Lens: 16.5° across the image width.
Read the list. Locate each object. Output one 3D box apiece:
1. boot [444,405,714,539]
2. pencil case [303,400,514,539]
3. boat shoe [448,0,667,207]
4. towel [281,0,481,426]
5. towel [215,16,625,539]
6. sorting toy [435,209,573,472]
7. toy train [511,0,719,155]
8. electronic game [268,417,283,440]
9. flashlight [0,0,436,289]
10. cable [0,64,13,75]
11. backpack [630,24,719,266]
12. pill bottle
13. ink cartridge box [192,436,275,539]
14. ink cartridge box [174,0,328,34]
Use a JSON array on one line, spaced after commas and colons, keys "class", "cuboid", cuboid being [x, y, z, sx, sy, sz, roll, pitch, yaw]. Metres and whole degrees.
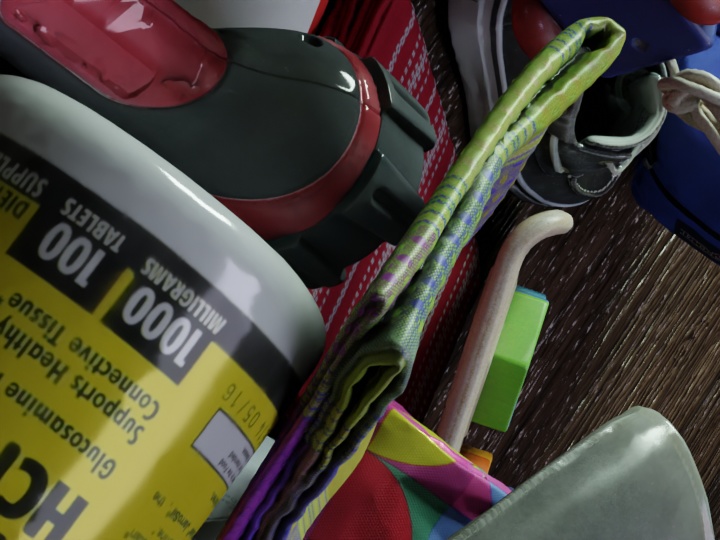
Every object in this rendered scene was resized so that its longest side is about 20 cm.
[{"class": "boot", "cuboid": [0.033, 0.156, 0.800, 0.200, 0.073, 0.182, -27, 128, -43]}, {"class": "pencil case", "cuboid": [-0.024, 0.134, 0.834, 0.200, 0.088, 0.088, -56, 156, -10]}, {"class": "boat shoe", "cuboid": [0.086, -0.067, 0.988, 0.072, 0.071, 0.200, -59, 157, -8]}, {"class": "towel", "cuboid": [0.000, 0.000, 0.902, 0.200, 0.022, 0.145, 71, 38, -55]}, {"class": "towel", "cuboid": [0.002, 0.029, 0.673, 0.144, 0.023, 0.200, -54, 177, -43]}, {"class": "sorting toy", "cuboid": [0.043, 0.068, 1.006, 0.185, 0.036, 0.200, -22, 135, -86]}, {"class": "toy train", "cuboid": [0.110, -0.121, 0.876, 0.200, 0.085, 0.116, 49, 52, -26]}, {"class": "electronic game", "cuboid": [-0.056, 0.127, 0.944, 0.200, 0.042, 0.200, -46, 147, -43]}, {"class": "flashlight", "cuboid": [-0.056, -0.063, 0.630, 0.068, 0.068, 0.200, -53, 140, -1]}, {"class": "cable", "cuboid": [-0.110, 0.013, 0.713, 0.200, 0.051, 0.163, -25, 133, -48]}, {"class": "backpack", "cuboid": [0.200, -0.074, 1.117, 0.168, 0.163, 0.200, -47, 166, -16]}, {"class": "pill bottle", "cuboid": [-0.107, 0.061, 0.592, 0.200, 0.112, 0.112, -54, 156, -12]}, {"class": "ink cartridge box", "cuboid": [-0.092, 0.134, 0.749, 0.160, 0.047, 0.200, -56, -175, 14]}, {"class": "ink cartridge box", "cuboid": [-0.005, -0.154, 0.741, 0.176, 0.045, 0.200, -4, 120, -62]}]
